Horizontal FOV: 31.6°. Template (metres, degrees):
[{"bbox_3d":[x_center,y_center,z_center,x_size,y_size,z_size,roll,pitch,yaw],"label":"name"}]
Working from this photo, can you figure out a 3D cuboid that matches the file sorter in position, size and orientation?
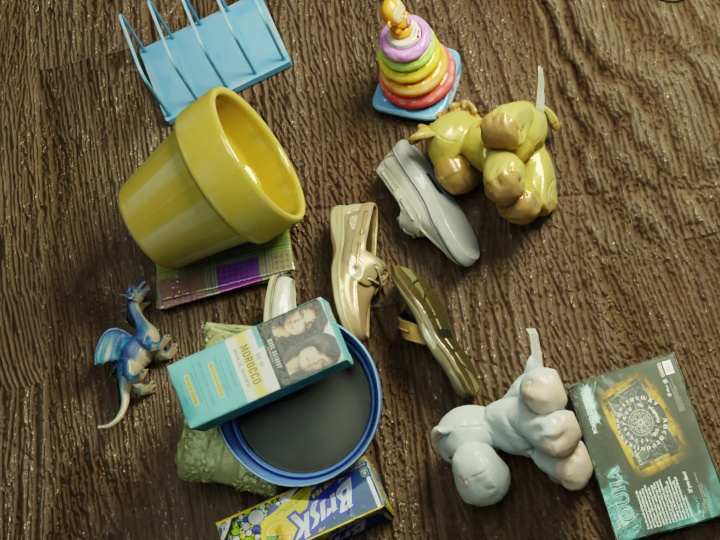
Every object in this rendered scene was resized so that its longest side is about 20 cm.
[{"bbox_3d":[-0.225,-0.331,1.806,0.199,0.123,0.139,-26,62,3],"label":"file sorter"}]

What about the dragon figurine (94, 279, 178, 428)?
[{"bbox_3d":[-0.308,0.113,1.666,0.099,0.059,0.201,21,73,22],"label":"dragon figurine"}]

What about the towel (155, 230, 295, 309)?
[{"bbox_3d":[-0.191,-0.031,1.721,0.199,0.023,0.144,-15,63,7],"label":"towel"}]

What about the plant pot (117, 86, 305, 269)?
[{"bbox_3d":[-0.202,-0.104,1.648,0.188,0.201,0.202,-31,62,17],"label":"plant pot"}]

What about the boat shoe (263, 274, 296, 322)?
[{"bbox_3d":[-0.084,0.103,1.610,0.068,0.075,0.201,-4,76,11],"label":"boat shoe"}]

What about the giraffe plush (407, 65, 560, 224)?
[{"bbox_3d":[0.152,-0.156,1.625,0.161,0.172,0.201,-3,66,29],"label":"giraffe plush"}]

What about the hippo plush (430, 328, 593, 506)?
[{"bbox_3d":[0.161,0.180,1.461,0.160,0.159,0.201,-21,64,3],"label":"hippo plush"}]

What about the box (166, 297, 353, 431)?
[{"bbox_3d":[-0.116,0.110,1.474,0.199,0.049,0.083,-25,77,5],"label":"box"}]

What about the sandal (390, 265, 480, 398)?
[{"bbox_3d":[0.082,0.079,1.582,0.054,0.080,0.201,-36,65,20],"label":"sandal"}]

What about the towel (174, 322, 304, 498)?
[{"bbox_3d":[-0.141,0.168,1.553,0.147,0.036,0.201,9,82,13],"label":"towel"}]

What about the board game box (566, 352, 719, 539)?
[{"bbox_3d":[0.332,0.208,1.478,0.134,0.028,0.201,-17,64,7],"label":"board game box"}]

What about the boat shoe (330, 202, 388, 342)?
[{"bbox_3d":[0.000,0.000,1.630,0.064,0.071,0.201,-10,63,11],"label":"boat shoe"}]

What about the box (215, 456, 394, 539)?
[{"bbox_3d":[-0.065,0.298,1.519,0.199,0.064,0.070,-25,64,3],"label":"box"}]

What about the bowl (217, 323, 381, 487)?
[{"bbox_3d":[-0.071,0.154,1.504,0.199,0.039,0.202,-2,80,10],"label":"bowl"}]

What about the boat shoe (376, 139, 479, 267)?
[{"bbox_3d":[0.082,-0.075,1.653,0.070,0.071,0.201,-43,64,24],"label":"boat shoe"}]

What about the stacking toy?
[{"bbox_3d":[0.061,-0.295,1.673,0.109,0.200,0.117,13,69,19],"label":"stacking toy"}]
